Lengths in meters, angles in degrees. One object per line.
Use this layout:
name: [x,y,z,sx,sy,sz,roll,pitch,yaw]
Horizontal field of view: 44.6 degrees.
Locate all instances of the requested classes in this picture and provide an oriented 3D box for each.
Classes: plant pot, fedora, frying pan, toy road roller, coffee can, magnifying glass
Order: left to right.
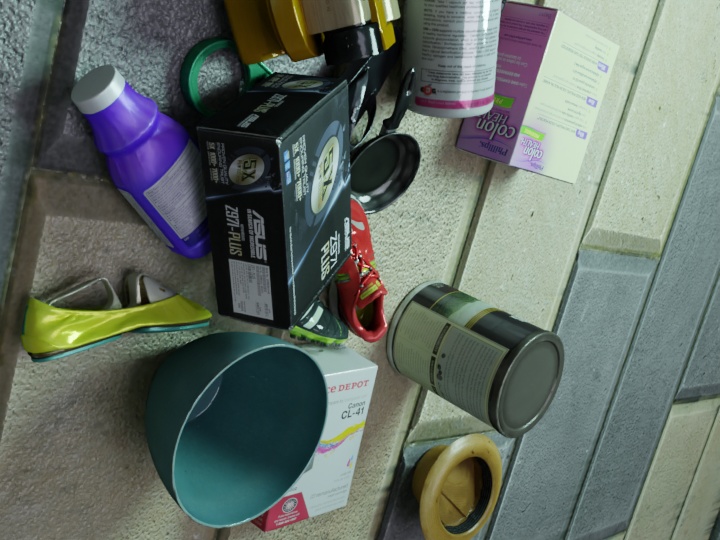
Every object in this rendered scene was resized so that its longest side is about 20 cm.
plant pot: [-0.151,0.148,0.934,0.199,0.134,0.203,-23,125,-38]
magnifying glass: [-0.100,-0.190,0.912,0.198,0.022,0.081,-1,109,-45]
toy road roller: [-0.048,-0.267,0.865,0.200,0.144,0.125,-59,139,-66]
frying pan: [0.018,-0.141,1.020,0.114,0.031,0.191,-32,144,-16]
fedora: [0.140,0.338,1.379,0.199,0.081,0.204,-17,116,-38]
coffee can: [0.154,0.115,1.193,0.145,0.199,0.149,-23,125,-38]

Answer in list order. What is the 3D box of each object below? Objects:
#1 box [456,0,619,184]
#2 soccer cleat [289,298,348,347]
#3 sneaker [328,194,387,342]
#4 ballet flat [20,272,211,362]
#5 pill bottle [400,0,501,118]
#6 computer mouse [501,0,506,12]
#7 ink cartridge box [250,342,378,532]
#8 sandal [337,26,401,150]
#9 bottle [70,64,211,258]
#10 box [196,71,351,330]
box: [0.242,-0.237,1.193,0.174,0.096,0.203,5,104,-48]
soccer cleat: [-0.074,0.037,1.019,0.199,0.067,0.082,25,78,-49]
sneaker: [0.000,0.000,1.051,0.076,0.085,0.202,-28,129,-19]
ballet flat: [-0.232,0.037,0.854,0.198,0.066,0.068,-11,96,-42]
pill bottle: [0.105,-0.287,1.007,0.112,0.113,0.203,-21,123,-39]
computer mouse: [0.133,-0.296,1.103,0.058,0.034,0.202,10,108,-39]
ink cartridge box: [-0.072,0.201,1.084,0.146,0.085,0.203,-3,113,-46]
sandal: [-0.002,-0.187,0.971,0.202,0.042,0.076,-61,159,-13]
bottle: [-0.192,-0.100,0.821,0.084,0.065,0.201,-54,138,-20]
box: [-0.077,-0.072,0.872,0.164,0.085,0.203,-53,147,-54]
